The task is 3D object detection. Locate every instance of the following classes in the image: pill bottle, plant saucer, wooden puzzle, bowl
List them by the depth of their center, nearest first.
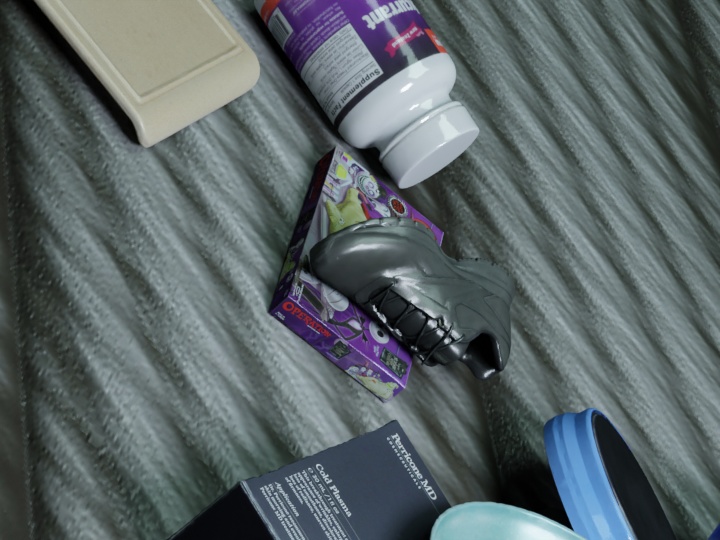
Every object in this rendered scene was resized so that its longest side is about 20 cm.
[{"bbox_3d":[0.124,0.229,1.520,0.199,0.036,0.200,26,24,-12],"label":"plant saucer"},{"bbox_3d":[0.203,0.197,1.792,0.201,0.039,0.201,57,14,-23],"label":"bowl"},{"bbox_3d":[-0.181,-0.200,1.818,0.201,0.037,0.185,54,33,-1],"label":"wooden puzzle"},{"bbox_3d":[0.009,-0.172,1.934,0.201,0.111,0.111,56,34,9],"label":"pill bottle"}]

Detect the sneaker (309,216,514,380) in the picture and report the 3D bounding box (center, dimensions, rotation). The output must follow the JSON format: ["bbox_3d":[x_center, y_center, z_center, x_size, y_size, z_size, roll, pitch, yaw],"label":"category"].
[{"bbox_3d":[0.046,0.023,1.780,0.199,0.076,0.091,20,51,-35],"label":"sneaker"}]

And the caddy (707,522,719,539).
[{"bbox_3d":[0.315,0.245,1.849,0.104,0.142,0.201,16,36,4],"label":"caddy"}]

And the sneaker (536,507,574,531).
[{"bbox_3d":[0.097,0.211,1.695,0.089,0.074,0.200,49,33,-4],"label":"sneaker"}]

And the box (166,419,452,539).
[{"bbox_3d":[-0.005,0.224,1.540,0.182,0.104,0.201,-16,70,-53],"label":"box"}]

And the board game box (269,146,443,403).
[{"bbox_3d":[0.000,0.000,1.834,0.120,0.032,0.201,41,34,-19],"label":"board game box"}]
